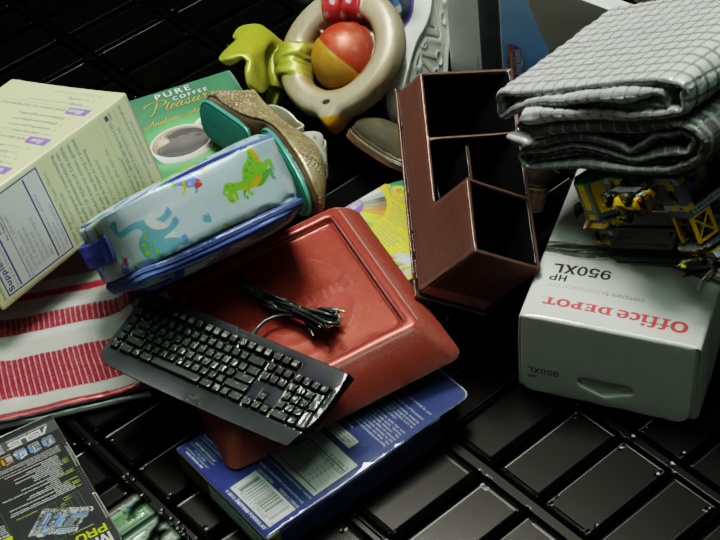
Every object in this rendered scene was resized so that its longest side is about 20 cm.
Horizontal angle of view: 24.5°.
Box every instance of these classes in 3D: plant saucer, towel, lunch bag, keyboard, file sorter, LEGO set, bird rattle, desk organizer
[{"bbox_3d":[-0.054,0.038,1.313,0.200,0.037,0.200,-26,45,-10],"label":"plant saucer"},{"bbox_3d":[0.222,-0.137,1.255,0.166,0.086,0.200,-38,23,-32],"label":"towel"},{"bbox_3d":[-0.142,-0.040,1.344,0.161,0.083,0.200,-26,4,-18],"label":"lunch bag"},{"bbox_3d":[-0.254,0.046,1.411,0.144,0.023,0.200,-13,43,-4],"label":"towel"},{"bbox_3d":[-0.092,0.055,1.269,0.200,0.021,0.127,21,56,30],"label":"keyboard"},{"bbox_3d":[0.251,-0.225,1.471,0.139,0.200,0.125,28,75,33],"label":"file sorter"},{"bbox_3d":[0.272,-0.053,1.275,0.200,0.116,0.154,-35,21,-34],"label":"LEGO set"},{"bbox_3d":[-0.020,-0.214,1.550,0.200,0.113,0.163,-42,58,1],"label":"bird rattle"},{"bbox_3d":[0.085,-0.074,1.338,0.072,0.077,0.200,15,55,-31],"label":"desk organizer"}]

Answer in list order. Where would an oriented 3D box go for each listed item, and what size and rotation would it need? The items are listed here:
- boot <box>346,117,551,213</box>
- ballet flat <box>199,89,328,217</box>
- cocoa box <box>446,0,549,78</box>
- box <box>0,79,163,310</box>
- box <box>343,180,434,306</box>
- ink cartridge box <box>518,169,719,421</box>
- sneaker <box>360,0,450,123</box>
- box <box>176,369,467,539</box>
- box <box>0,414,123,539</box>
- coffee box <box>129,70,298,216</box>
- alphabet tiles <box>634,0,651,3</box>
[{"bbox_3d":[0.085,-0.127,1.477,0.200,0.097,0.075,21,19,22],"label":"boot"},{"bbox_3d":[-0.069,-0.112,1.452,0.065,0.071,0.200,-19,41,-27],"label":"ballet flat"},{"bbox_3d":[0.162,-0.294,1.583,0.131,0.200,0.133,11,45,19],"label":"cocoa box"},{"bbox_3d":[-0.311,-0.073,1.464,0.176,0.097,0.200,12,43,43],"label":"box"},{"bbox_3d":[0.000,0.000,1.403,0.200,0.048,0.117,-31,47,-20],"label":"box"},{"bbox_3d":[0.221,0.011,1.326,0.145,0.084,0.200,10,45,18],"label":"ink cartridge box"},{"bbox_3d":[0.006,-0.209,1.620,0.146,0.081,0.200,-7,51,26],"label":"sneaker"},{"bbox_3d":[-0.026,0.126,1.279,0.200,0.032,0.121,-33,48,-22],"label":"box"},{"bbox_3d":[-0.286,0.209,1.223,0.200,0.044,0.160,-25,45,-17],"label":"box"},{"bbox_3d":[-0.141,-0.104,1.539,0.123,0.044,0.200,-21,44,-14],"label":"coffee box"},{"bbox_3d":[0.325,-0.249,1.516,0.196,0.200,0.015,35,78,-10],"label":"alphabet tiles"}]
